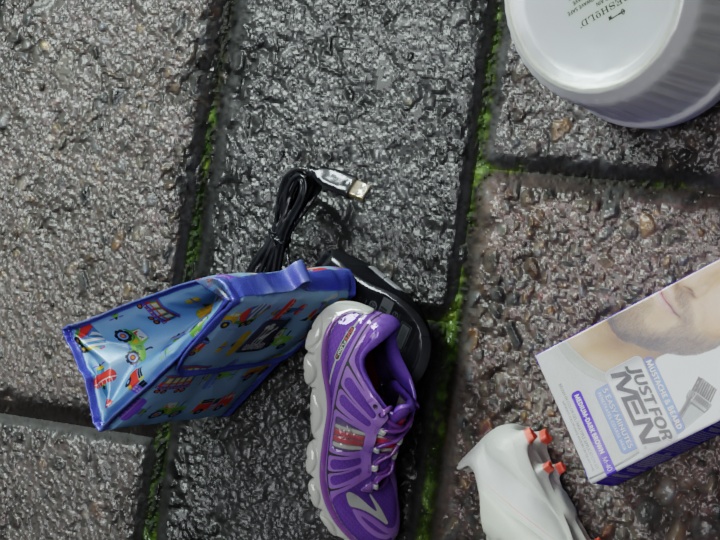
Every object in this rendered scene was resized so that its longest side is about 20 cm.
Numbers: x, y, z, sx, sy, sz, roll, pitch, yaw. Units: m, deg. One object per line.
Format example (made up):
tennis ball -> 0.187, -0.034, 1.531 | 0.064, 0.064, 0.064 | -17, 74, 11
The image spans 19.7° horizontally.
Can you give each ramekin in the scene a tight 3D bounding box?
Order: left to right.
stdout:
ramekin -> 0.197, -0.209, 1.549 | 0.201, 0.094, 0.204 | 1, 92, 39

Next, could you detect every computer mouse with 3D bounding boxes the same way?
computer mouse -> 0.000, 0.000, 1.663 | 0.199, 0.046, 0.141 | 29, 109, 34

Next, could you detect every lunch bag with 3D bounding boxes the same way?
lunch bag -> -0.108, 0.040, 1.625 | 0.200, 0.150, 0.095 | -33, 71, 36

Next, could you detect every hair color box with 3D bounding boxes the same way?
hair color box -> 0.243, 0.069, 1.538 | 0.199, 0.065, 0.110 | -29, 72, 17

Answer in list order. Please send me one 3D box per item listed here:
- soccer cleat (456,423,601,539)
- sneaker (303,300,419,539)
soccer cleat -> 0.139, 0.212, 1.568 | 0.077, 0.069, 0.201 | -34, 64, 22
sneaker -> 0.007, 0.125, 1.596 | 0.083, 0.080, 0.201 | 8, 113, 37
